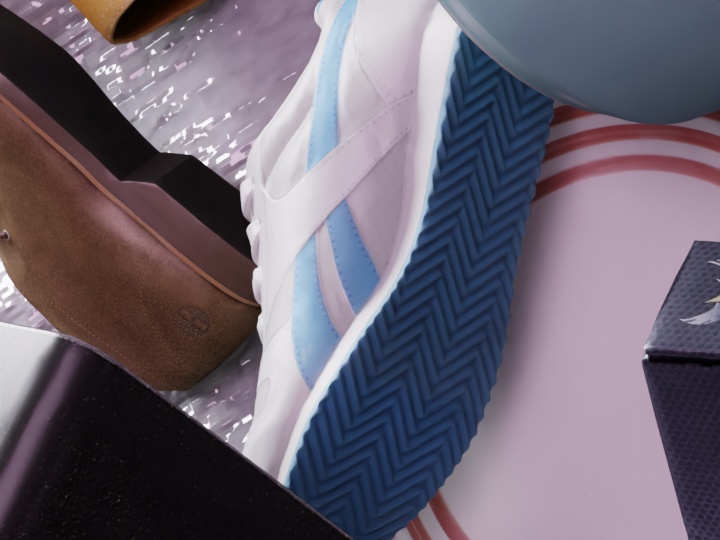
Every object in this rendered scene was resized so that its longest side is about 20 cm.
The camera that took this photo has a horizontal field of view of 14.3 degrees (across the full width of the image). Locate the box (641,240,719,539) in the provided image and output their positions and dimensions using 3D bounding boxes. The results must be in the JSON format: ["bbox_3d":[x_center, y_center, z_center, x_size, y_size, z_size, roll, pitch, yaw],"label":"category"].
[{"bbox_3d":[0.174,0.084,0.782,0.157,0.200,0.051,5,43,27],"label":"box"}]

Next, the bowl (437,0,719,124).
[{"bbox_3d":[0.083,-0.124,0.891,0.105,0.201,0.201,-41,62,33],"label":"bowl"}]

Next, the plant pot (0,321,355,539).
[{"bbox_3d":[-0.114,0.134,0.856,0.199,0.200,0.178,8,66,48],"label":"plant pot"}]

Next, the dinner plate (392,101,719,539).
[{"bbox_3d":[0.085,0.037,0.930,0.200,0.024,0.201,-7,74,25],"label":"dinner plate"}]

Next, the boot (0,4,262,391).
[{"bbox_3d":[-0.118,-0.036,1.003,0.200,0.074,0.075,42,110,8],"label":"boot"}]

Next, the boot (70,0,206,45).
[{"bbox_3d":[-0.125,-0.136,1.050,0.201,0.071,0.144,-34,65,11],"label":"boot"}]

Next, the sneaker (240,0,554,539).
[{"bbox_3d":[0.000,0.000,0.934,0.081,0.076,0.200,10,78,41],"label":"sneaker"}]
